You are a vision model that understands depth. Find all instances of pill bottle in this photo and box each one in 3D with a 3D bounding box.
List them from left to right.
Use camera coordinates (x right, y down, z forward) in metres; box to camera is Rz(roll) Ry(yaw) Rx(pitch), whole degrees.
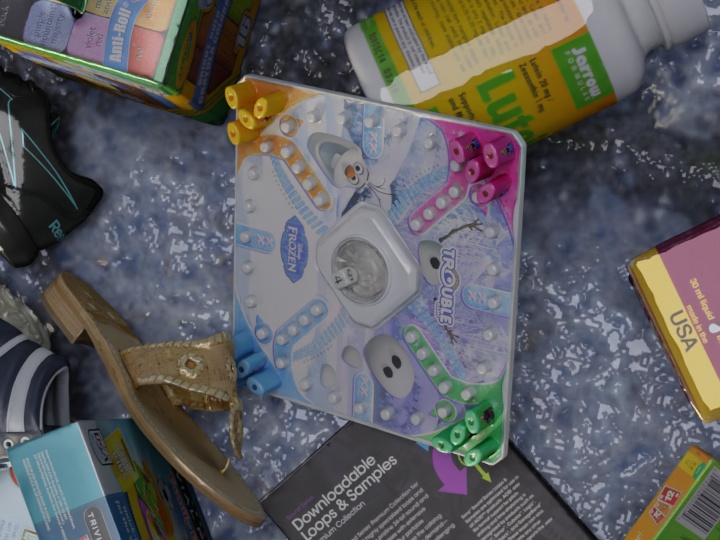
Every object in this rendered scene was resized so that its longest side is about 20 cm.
[{"bbox_3d":[0.101,-0.136,1.225,0.200,0.111,0.111,-26,83,6],"label":"pill bottle"}]

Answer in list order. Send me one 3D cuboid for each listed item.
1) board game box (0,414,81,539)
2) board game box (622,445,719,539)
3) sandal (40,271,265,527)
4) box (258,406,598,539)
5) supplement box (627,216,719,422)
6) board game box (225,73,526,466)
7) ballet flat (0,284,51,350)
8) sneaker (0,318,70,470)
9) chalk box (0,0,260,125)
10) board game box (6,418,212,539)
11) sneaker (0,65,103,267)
[{"bbox_3d":[-0.285,0.163,1.291,0.195,0.056,0.201,18,89,9],"label":"board game box"},{"bbox_3d":[0.172,0.207,1.211,0.095,0.030,0.200,35,90,-32],"label":"board game box"},{"bbox_3d":[-0.110,0.056,1.242,0.070,0.078,0.212,-49,61,8],"label":"sandal"},{"bbox_3d":[0.055,0.169,1.252,0.143,0.036,0.200,-41,83,3],"label":"box"},{"bbox_3d":[0.262,0.000,1.176,0.200,0.131,0.103,-26,83,5],"label":"supplement box"},{"bbox_3d":[0.000,0.000,1.202,0.200,0.026,0.201,15,113,32],"label":"board game box"},{"bbox_3d":[-0.289,0.008,1.290,0.200,0.072,0.072,26,91,10],"label":"ballet flat"},{"bbox_3d":[-0.243,0.123,1.224,0.108,0.070,0.201,23,87,10],"label":"sneaker"},{"bbox_3d":[-0.140,-0.173,1.217,0.124,0.200,0.125,17,89,9],"label":"chalk box"},{"bbox_3d":[-0.129,0.163,1.195,0.047,0.200,0.151,-22,84,7],"label":"board game box"},{"bbox_3d":[-0.240,-0.102,1.301,0.079,0.075,0.200,-32,91,-6],"label":"sneaker"}]
